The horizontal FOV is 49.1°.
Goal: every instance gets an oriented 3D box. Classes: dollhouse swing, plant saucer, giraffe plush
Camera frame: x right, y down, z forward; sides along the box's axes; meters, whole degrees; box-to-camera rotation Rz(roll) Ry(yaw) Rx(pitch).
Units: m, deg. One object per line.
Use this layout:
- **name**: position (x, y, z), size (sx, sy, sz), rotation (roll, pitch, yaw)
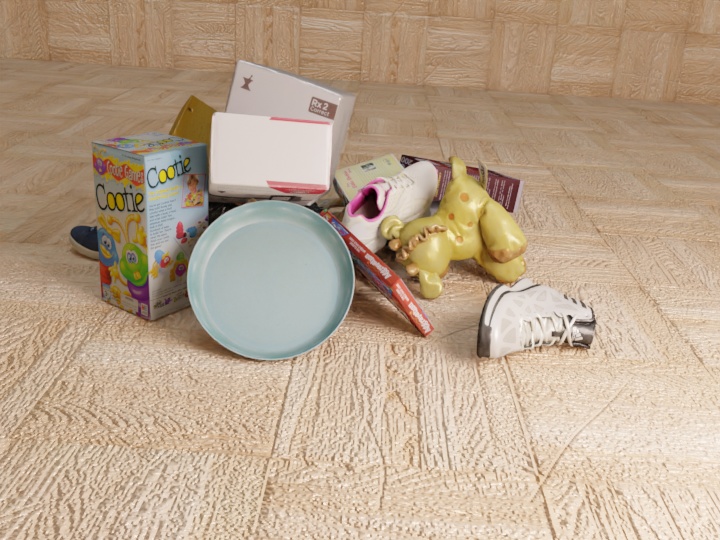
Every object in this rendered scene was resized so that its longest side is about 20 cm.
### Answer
- **dollhouse swing**: position (-0.262, -0.169, 1.388), size (0.198, 0.175, 0.185), rotation (32, 45, -21)
- **plant saucer**: position (-0.105, 0.012, 0.930), size (0.194, 0.028, 0.205), rotation (3, 65, -6)
- **giraffe plush**: position (0.124, -0.041, 1.112), size (0.161, 0.202, 0.173), rotation (-35, 44, -7)

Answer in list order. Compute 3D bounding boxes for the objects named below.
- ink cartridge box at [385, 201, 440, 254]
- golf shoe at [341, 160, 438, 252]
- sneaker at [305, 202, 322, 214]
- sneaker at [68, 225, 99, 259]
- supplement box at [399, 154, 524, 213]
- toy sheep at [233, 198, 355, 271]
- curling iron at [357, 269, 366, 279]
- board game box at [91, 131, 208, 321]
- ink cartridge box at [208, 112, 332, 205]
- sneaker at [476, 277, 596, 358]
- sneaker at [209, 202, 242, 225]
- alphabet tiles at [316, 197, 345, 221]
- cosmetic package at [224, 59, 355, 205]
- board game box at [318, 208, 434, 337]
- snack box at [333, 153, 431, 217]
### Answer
- **ink cartridge box**: position (0.117, -0.074, 1.317), size (0.195, 0.044, 0.196), rotation (-3, 20, -20)
- **golf shoe**: position (0.046, -0.104, 1.143), size (0.075, 0.092, 0.200), rotation (35, 63, 23)
- **sneaker**: position (-0.080, -0.063, 1.197), size (0.080, 0.075, 0.200), rotation (22, 14, -2)
- **sneaker**: position (-0.339, -0.060, 1.144), size (0.195, 0.087, 0.075), rotation (11, 22, 20)
- **supplement box**: position (0.171, -0.150, 1.366), size (0.195, 0.063, 0.109), rotation (5, 14, -25)
- **toy sheep**: position (-0.101, -0.026, 1.037), size (0.195, 0.141, 0.138), rotation (20, 22, 2)
- **curling iron**: position (0.000, 0.000, 1.130), size (0.049, 0.026, 0.199), rotation (-13, 26, -31)
- **board game box**: position (-0.261, -0.059, 0.993), size (0.101, 0.205, 0.104), rotation (17, 24, 32)
- **ink cartridge box**: position (-0.121, -0.135, 1.003), size (0.141, 0.086, 0.200), rotation (2, -2, -12)
- **sneaker**: position (0.217, 0.061, 0.937), size (0.113, 0.078, 0.199), rotation (13, 20, 28)
- **sneaker**: position (-0.204, -0.092, 1.213), size (0.195, 0.117, 0.076), rotation (-4, 23, -25)
- **alphabet tiles**: position (-0.006, -0.091, 1.300), size (0.195, 0.008, 0.168), rotation (-4, 26, 20)
- **cosmetic package**: position (-0.112, -0.213, 1.212), size (0.161, 0.169, 0.200), rotation (18, 13, 3)
- **board game box**: position (0.017, 0.000, 1.009), size (0.019, 0.103, 0.200), rotation (-41, 40, -4)
- **snack box**: position (0.029, -0.126, 1.283), size (0.113, 0.038, 0.201), rotation (-17, 31, -7)
